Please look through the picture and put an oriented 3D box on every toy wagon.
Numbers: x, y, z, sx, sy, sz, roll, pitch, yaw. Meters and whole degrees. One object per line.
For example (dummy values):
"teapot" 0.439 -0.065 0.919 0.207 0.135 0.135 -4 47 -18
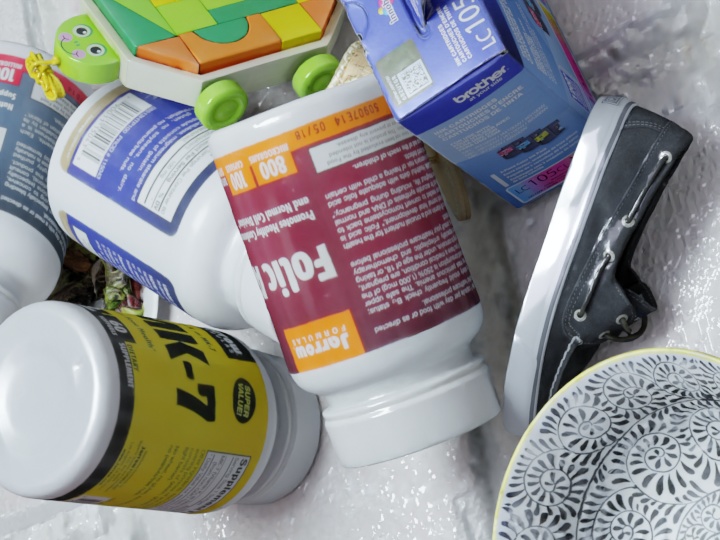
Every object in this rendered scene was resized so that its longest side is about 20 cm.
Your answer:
"toy wagon" -0.109 -0.151 1.448 0.155 0.200 0.040 52 147 33

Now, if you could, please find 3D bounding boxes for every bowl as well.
"bowl" 0.176 0.145 1.216 0.201 0.094 0.201 -9 75 38

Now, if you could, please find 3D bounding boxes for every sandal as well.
"sandal" 0.000 -0.110 1.401 0.070 0.078 0.212 -17 66 -4

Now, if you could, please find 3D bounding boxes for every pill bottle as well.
"pill bottle" -0.245 -0.037 1.519 0.120 0.120 0.200 -17 49 35
"pill bottle" 0.000 0.000 1.303 0.114 0.114 0.200 -18 94 35
"pill bottle" -0.123 0.086 1.398 0.114 0.200 0.114 -8 77 38
"pill bottle" -0.088 -0.032 1.446 0.200 0.120 0.120 31 101 37

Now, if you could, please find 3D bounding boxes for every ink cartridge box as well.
"ink cartridge box" 0.052 -0.130 1.294 0.076 0.200 0.137 -33 63 17

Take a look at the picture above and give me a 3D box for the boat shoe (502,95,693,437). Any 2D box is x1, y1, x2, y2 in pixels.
"boat shoe" 0.134 0.005 1.299 0.066 0.070 0.200 20 100 16

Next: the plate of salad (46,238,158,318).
"plate of salad" -0.215 0.024 1.583 0.200 0.048 0.200 -9 75 38
